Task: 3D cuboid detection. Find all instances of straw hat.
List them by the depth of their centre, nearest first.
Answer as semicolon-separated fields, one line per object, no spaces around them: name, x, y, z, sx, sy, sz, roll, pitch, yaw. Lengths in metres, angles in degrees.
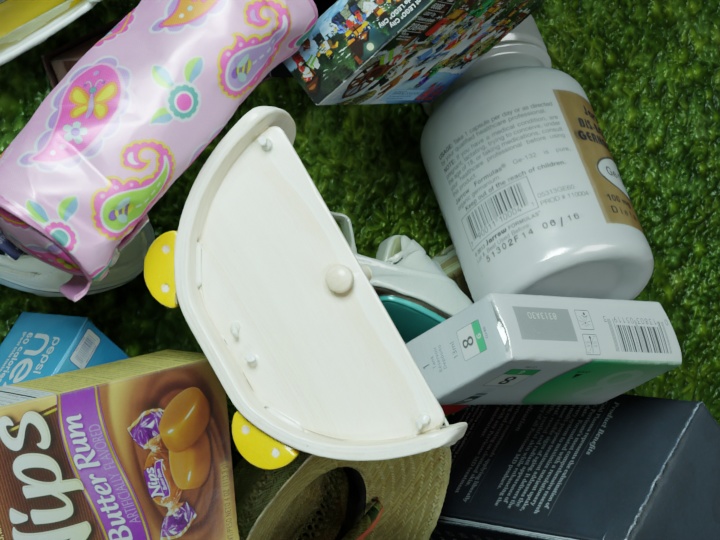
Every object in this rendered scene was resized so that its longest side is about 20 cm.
straw hat;-0.040;0.151;1.253;0.201;0.085;0.201;-30;138;-32

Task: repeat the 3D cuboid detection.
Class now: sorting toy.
sorting toy;-0.021;0.027;1.132;0.200;0.107;0.180;60;12;9

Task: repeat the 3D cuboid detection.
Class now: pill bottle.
pill bottle;0.101;-0.066;1.302;0.114;0.114;0.200;9;52;-43

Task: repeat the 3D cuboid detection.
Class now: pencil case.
pencil case;-0.111;-0.083;1.057;0.200;0.087;0.087;-51;126;-12

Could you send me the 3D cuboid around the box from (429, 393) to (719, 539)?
box;0.170;0.184;1.378;0.200;0.196;0.124;51;60;-34

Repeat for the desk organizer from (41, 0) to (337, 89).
desk organizer;-0.079;-0.131;1.201;0.200;0.077;0.072;-33;115;-37

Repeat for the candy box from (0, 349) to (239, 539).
candy box;-0.158;0.116;1.068;0.200;0.056;0.117;-12;101;-41

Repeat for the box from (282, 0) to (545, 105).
box;0.047;-0.152;1.172;0.038;0.137;0.200;53;19;8

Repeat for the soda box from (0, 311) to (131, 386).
soda box;-0.198;0.122;1.114;0.064;0.068;0.200;47;63;-34

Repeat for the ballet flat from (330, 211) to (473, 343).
ballet flat;0.000;0.000;1.272;0.200;0.069;0.070;17;81;-23

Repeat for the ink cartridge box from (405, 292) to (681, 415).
ink cartridge box;0.075;0.074;1.278;0.161;0.200;0.050;3;62;-43

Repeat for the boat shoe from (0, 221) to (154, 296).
boat shoe;-0.185;-0.024;1.117;0.200;0.065;0.074;8;88;-43

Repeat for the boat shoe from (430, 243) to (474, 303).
boat shoe;0.083;0.006;1.386;0.201;0.063;0.073;-35;120;-28

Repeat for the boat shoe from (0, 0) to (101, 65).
boat shoe;-0.140;-0.168;1.094;0.202;0.086;0.075;-32;134;-17
